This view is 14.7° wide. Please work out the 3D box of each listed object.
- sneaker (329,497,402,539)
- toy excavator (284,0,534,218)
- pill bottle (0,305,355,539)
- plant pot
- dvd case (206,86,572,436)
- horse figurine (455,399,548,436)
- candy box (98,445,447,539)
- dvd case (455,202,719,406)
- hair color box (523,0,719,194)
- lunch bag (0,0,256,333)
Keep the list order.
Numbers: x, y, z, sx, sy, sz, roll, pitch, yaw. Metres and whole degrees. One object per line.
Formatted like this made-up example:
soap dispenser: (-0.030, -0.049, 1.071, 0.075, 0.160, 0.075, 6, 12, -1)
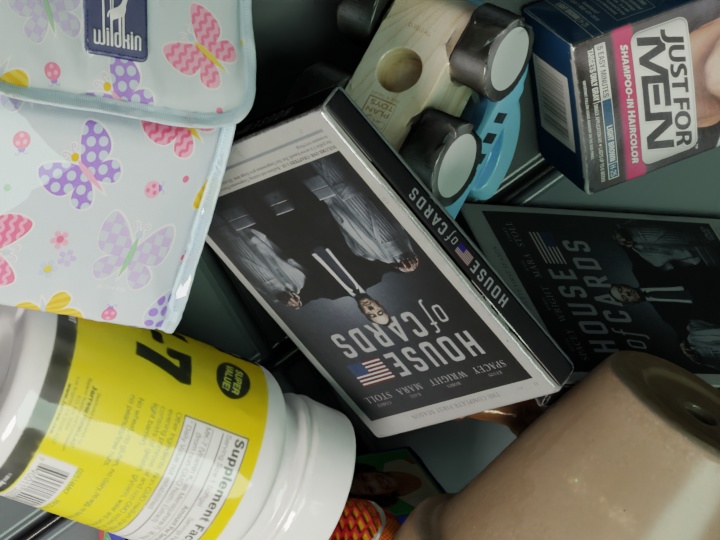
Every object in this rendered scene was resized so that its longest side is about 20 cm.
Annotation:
sneaker: (-0.042, 0.218, 1.548, 0.200, 0.073, 0.077, -44, 132, 1)
toy excavator: (0.035, -0.044, 1.526, 0.195, 0.100, 0.200, -62, 153, -9)
pill bottle: (-0.111, 0.088, 1.489, 0.199, 0.114, 0.115, 22, 104, -23)
plant pot: (0.132, 0.142, 1.474, 0.200, 0.200, 0.175, 19, 111, -34)
dvd case: (0.000, 0.000, 1.466, 0.200, 0.150, 0.025, 50, 52, -18)
horse figurine: (0.142, 0.066, 1.638, 0.200, 0.132, 0.050, -26, 113, -40)
candy box: (-0.052, 0.205, 1.627, 0.199, 0.077, 0.170, -9, 120, -25)
dvd case: (0.163, 0.022, 1.597, 0.199, 0.151, 0.025, 3, 131, -29)
hair color box: (0.197, -0.128, 1.590, 0.199, 0.061, 0.100, -21, 124, -17)
lunch bag: (-0.152, -0.084, 1.390, 0.169, 0.127, 0.201, 11, 103, -32)
